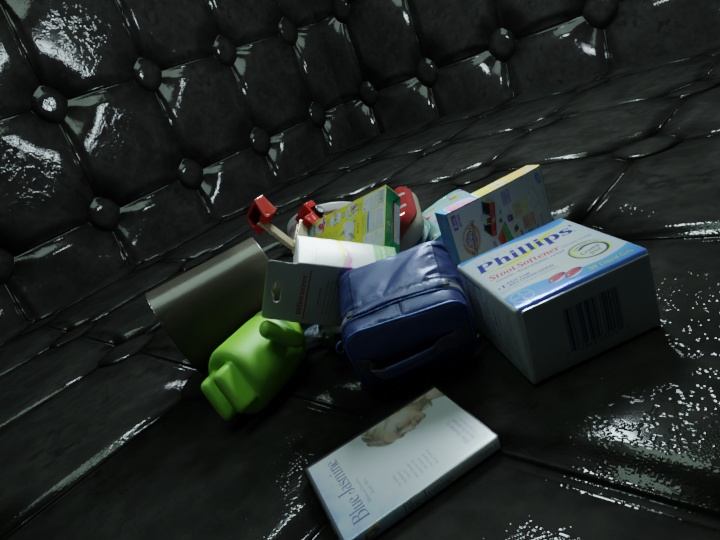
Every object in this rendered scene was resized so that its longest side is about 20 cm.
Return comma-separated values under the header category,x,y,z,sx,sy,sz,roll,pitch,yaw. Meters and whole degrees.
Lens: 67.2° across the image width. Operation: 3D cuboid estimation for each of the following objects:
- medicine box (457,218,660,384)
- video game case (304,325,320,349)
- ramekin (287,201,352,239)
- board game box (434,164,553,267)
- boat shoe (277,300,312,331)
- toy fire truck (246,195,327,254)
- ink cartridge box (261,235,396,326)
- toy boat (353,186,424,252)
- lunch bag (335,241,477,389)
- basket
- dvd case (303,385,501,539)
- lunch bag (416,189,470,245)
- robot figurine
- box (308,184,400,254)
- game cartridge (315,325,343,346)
category,x,y,z,sx,sy,sz,roll,pitch,yaw
medicine box,0.251,0.029,0.721,0.177,0.106,0.200,-23,19,-4
video game case,-0.088,0.097,1.054,0.176,0.023,0.201,-21,18,4
ramekin,-0.061,-0.061,1.204,0.192,0.109,0.201,-11,-16,-3
board game box,0.235,-0.066,0.919,0.195,0.158,0.040,-26,17,-14
boat shoe,-0.107,0.064,0.960,0.198,0.072,0.061,-25,29,49
toy fire truck,-0.106,-0.068,1.029,0.140,0.200,0.049,-36,-10,-50
ink cartridge box,-0.048,0.018,0.815,0.192,0.120,0.069,6,39,-13
toy boat,0.039,-0.088,1.002,0.133,0.127,0.202,-58,16,24
lunch bag,0.056,0.072,0.741,0.194,0.138,0.135,-21,41,7
basket,-0.235,0.050,0.933,0.197,0.183,0.136,-36,43,-13
dvd case,0.041,0.210,0.605,0.195,0.018,0.142,-29,20,-15
lunch bag,0.155,-0.055,1.035,0.195,0.125,0.171,-29,19,1
robot figurine,-0.161,0.142,0.861,0.174,0.117,0.200,-36,6,40
box,-0.020,-0.050,0.922,0.196,0.048,0.121,-20,55,37
game cartridge,0.030,0.069,0.921,0.193,0.041,0.135,-7,38,27
